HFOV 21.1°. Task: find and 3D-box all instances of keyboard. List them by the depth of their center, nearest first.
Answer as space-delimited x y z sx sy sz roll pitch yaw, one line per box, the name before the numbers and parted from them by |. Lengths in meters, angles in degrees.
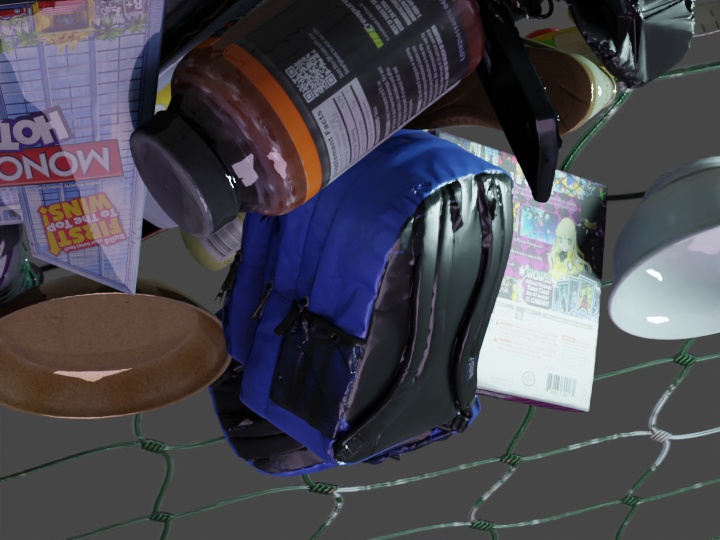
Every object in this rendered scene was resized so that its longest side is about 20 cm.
keyboard | 0.085 -0.144 1.111 0.039 0.201 0.104 -17 148 -8

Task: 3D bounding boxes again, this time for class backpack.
backpack | 0.000 0.000 1.283 0.162 0.167 0.202 -24 138 -52
backpack | -0.016 0.080 1.545 0.198 0.164 0.168 -18 175 5

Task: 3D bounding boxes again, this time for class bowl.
bowl | 0.286 -0.030 1.576 0.199 0.091 0.202 -11 152 -6

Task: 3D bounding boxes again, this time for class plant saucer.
plant saucer | -0.194 0.051 1.430 0.198 0.036 0.201 -7 151 -4

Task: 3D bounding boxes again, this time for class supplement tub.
supplement tub | -0.032 -0.103 1.081 0.199 0.107 0.107 -38 160 -21

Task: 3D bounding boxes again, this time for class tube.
tube | -0.043 -0.069 1.406 0.199 0.052 0.058 -32 -171 25

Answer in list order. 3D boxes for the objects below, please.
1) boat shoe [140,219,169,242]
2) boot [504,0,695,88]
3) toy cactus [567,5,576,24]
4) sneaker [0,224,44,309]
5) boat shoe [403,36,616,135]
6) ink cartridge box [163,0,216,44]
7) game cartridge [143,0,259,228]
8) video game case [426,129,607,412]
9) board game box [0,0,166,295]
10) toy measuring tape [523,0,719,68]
boat shoe | -0.105 -0.063 1.302 0.198 0.071 0.070 -23 150 14
boot | 0.123 -0.168 1.151 0.076 0.169 0.201 -27 154 -14
toy cactus | 0.224 -0.208 1.233 0.164 0.103 0.201 -6 144 -35
sneaker | -0.265 -0.008 1.410 0.087 0.075 0.200 -19 165 -33
boat shoe | 0.066 -0.125 1.260 0.198 0.074 0.063 16 -164 25
ink cartridge box | -0.171 -0.136 1.166 0.162 0.057 0.201 15 123 -40
game cartridge | -0.084 -0.107 1.188 0.199 0.041 0.133 -38 146 17
video game case | 0.108 0.004 1.467 0.199 0.183 0.036 13 169 -42
board game box | -0.194 -0.076 1.110 0.198 0.062 0.201 -6 125 0
toy measuring tape | 0.170 -0.140 1.343 0.198 0.074 0.074 -14 153 2
